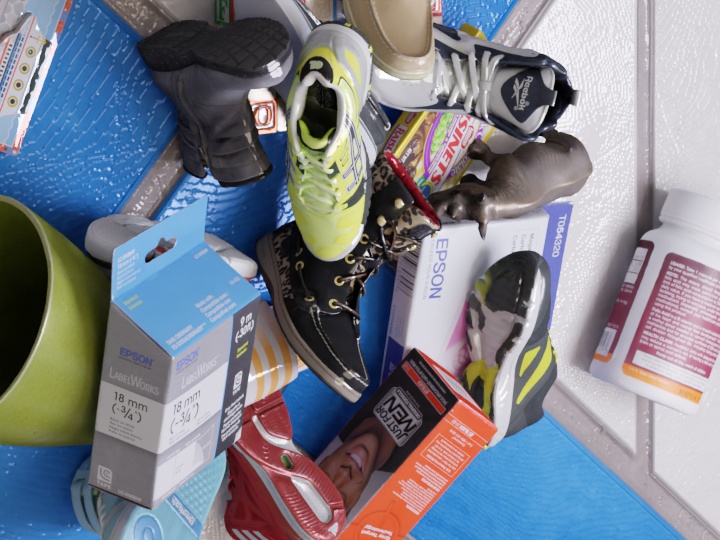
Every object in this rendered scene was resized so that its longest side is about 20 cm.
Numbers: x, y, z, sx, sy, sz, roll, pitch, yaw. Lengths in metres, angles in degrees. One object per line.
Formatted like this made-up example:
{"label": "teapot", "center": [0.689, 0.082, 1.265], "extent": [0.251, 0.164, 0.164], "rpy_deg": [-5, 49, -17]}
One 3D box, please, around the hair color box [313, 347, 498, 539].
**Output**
{"label": "hair color box", "center": [0.021, 0.178, 1.771], "extent": [0.061, 0.102, 0.200], "rpy_deg": [36, 97, -35]}

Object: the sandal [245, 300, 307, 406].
{"label": "sandal", "center": [-0.074, 0.059, 1.699], "extent": [0.206, 0.059, 0.080], "rpy_deg": [-26, 88, -47]}

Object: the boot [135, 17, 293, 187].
{"label": "boot", "center": [-0.096, -0.130, 1.587], "extent": [0.069, 0.199, 0.133], "rpy_deg": [-30, 113, -23]}

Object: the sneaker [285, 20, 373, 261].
{"label": "sneaker", "center": [-0.034, -0.094, 1.571], "extent": [0.077, 0.075, 0.202], "rpy_deg": [-55, 149, -55]}

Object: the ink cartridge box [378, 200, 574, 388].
{"label": "ink cartridge box", "center": [0.116, 0.039, 1.847], "extent": [0.198, 0.043, 0.198], "rpy_deg": [-7, 115, -31]}

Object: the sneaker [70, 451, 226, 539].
{"label": "sneaker", "center": [-0.196, 0.210, 1.630], "extent": [0.080, 0.130, 0.200], "rpy_deg": [59, 33, -22]}

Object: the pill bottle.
{"label": "pill bottle", "center": [0.312, 0.030, 1.949], "extent": [0.114, 0.114, 0.202], "rpy_deg": [22, 90, -35]}

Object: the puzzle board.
{"label": "puzzle board", "center": [-0.297, -0.206, 1.543], "extent": [0.150, 0.017, 0.202], "rpy_deg": [20, 91, -35]}

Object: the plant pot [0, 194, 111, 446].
{"label": "plant pot", "center": [-0.247, 0.062, 1.564], "extent": [0.200, 0.186, 0.188], "rpy_deg": [29, 85, -51]}

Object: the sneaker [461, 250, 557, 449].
{"label": "sneaker", "center": [0.143, 0.066, 1.815], "extent": [0.084, 0.074, 0.202], "rpy_deg": [-13, 129, -37]}

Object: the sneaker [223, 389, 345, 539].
{"label": "sneaker", "center": [-0.107, 0.168, 1.732], "extent": [0.078, 0.115, 0.201], "rpy_deg": [-22, 79, -46]}

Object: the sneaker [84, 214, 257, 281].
{"label": "sneaker", "center": [-0.159, 0.011, 1.631], "extent": [0.199, 0.077, 0.082], "rpy_deg": [13, 107, -56]}

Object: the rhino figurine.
{"label": "rhino figurine", "center": [0.133, -0.079, 1.794], "extent": [0.199, 0.087, 0.060], "rpy_deg": [-27, 133, -40]}

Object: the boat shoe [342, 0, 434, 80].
{"label": "boat shoe", "center": [0.024, -0.251, 1.648], "extent": [0.071, 0.065, 0.202], "rpy_deg": [1, 60, -22]}

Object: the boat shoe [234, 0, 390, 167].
{"label": "boat shoe", "center": [-0.038, -0.169, 1.629], "extent": [0.057, 0.068, 0.201], "rpy_deg": [-52, 128, -31]}

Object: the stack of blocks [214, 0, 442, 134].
{"label": "stack of blocks", "center": [-0.026, -0.186, 1.703], "extent": [0.198, 0.058, 0.116], "rpy_deg": [-10, 107, -32]}

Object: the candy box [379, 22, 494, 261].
{"label": "candy box", "center": [0.066, -0.114, 1.788], "extent": [0.201, 0.026, 0.102], "rpy_deg": [-56, 144, -9]}

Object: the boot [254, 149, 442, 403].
{"label": "boot", "center": [0.000, 0.000, 1.658], "extent": [0.150, 0.201, 0.073], "rpy_deg": [-39, 131, 12]}

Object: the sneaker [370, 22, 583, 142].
{"label": "sneaker", "center": [0.103, -0.159, 1.679], "extent": [0.198, 0.129, 0.080], "rpy_deg": [12, 94, -35]}

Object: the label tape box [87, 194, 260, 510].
{"label": "label tape box", "center": [-0.139, 0.062, 1.530], "extent": [0.144, 0.063, 0.202], "rpy_deg": [-37, 142, -58]}
